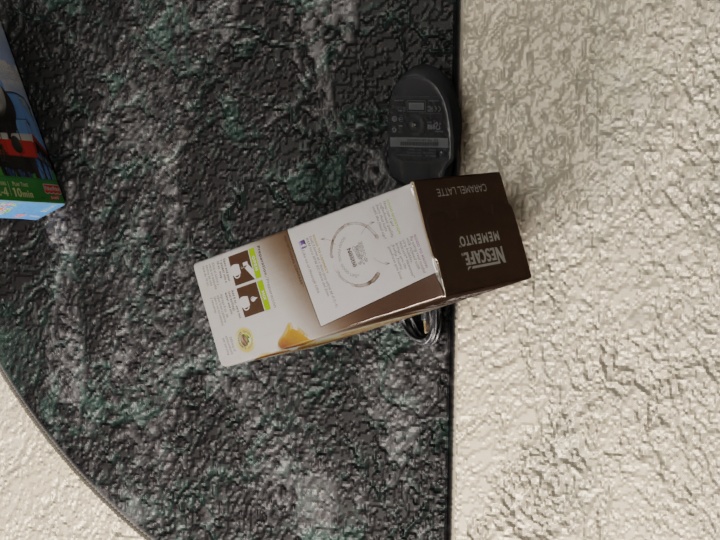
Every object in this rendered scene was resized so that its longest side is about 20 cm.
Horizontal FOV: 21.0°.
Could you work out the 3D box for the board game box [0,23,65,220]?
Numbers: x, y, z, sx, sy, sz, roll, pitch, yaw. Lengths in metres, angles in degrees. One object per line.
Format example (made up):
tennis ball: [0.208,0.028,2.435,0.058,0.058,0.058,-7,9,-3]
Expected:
board game box: [-0.310,-0.138,1.489,0.036,0.151,0.201,-25,80,22]

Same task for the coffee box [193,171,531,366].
coffee box: [0.000,0.000,1.345,0.199,0.114,0.080,-19,85,36]

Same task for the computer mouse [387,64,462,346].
computer mouse: [0.048,-0.047,1.394,0.058,0.034,0.202,7,100,34]
